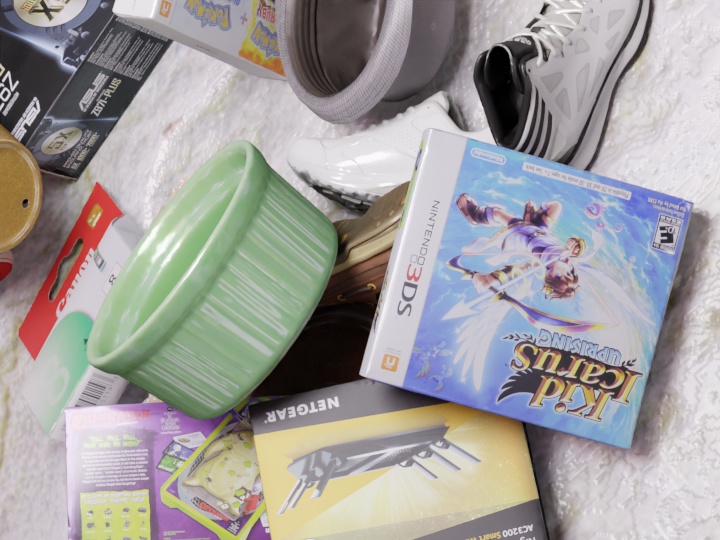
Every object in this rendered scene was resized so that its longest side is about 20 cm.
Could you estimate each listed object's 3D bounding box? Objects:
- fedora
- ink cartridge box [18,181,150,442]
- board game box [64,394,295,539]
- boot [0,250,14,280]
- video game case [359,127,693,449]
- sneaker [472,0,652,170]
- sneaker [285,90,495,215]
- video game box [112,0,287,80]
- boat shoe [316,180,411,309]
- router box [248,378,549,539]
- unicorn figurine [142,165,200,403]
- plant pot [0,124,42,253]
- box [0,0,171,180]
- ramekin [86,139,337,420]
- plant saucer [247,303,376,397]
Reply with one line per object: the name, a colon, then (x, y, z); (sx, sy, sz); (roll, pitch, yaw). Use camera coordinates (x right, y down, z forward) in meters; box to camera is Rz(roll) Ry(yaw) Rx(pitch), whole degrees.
fedora: (0.012, -0.211, 1.608); (0.176, 0.090, 0.202); (-20, 70, 51)
ink cartridge box: (-0.234, 0.028, 1.717); (0.162, 0.050, 0.200); (-60, 39, 12)
board game box: (-0.123, 0.158, 1.574); (0.198, 0.032, 0.121); (-3, 81, -1)
boot: (-0.366, 0.069, 1.826); (0.199, 0.072, 0.145); (-30, 66, 33)
video game case: (0.117, 0.013, 1.472); (0.198, 0.045, 0.183); (15, 90, -4)
sneaker: (0.147, -0.171, 1.513); (0.075, 0.115, 0.202); (15, 88, 34)
sneaker: (0.038, -0.090, 1.601); (0.198, 0.078, 0.100); (10, 78, 26)
video game box: (-0.101, -0.262, 1.640); (0.046, 0.199, 0.184); (15, 89, 32)
boat shoe: (0.000, 0.000, 1.575); (0.200, 0.068, 0.072); (-28, 23, 48)
router box: (0.029, 0.157, 1.517); (0.198, 0.052, 0.159); (-13, 73, 4)
unicorn figurine: (-0.131, 0.029, 1.687); (0.137, 0.074, 0.201); (-35, 49, 33)
plant pot: (-0.361, -0.074, 1.721); (0.199, 0.186, 0.188); (14, 88, 39)
box: (-0.262, -0.210, 1.801); (0.164, 0.086, 0.201); (45, 105, 30)
ramekin: (-0.105, 0.012, 1.533); (0.200, 0.097, 0.200); (-47, 18, 20)
plant saucer: (-0.016, 0.114, 1.611); (0.199, 0.034, 0.202); (-8, 76, 31)
